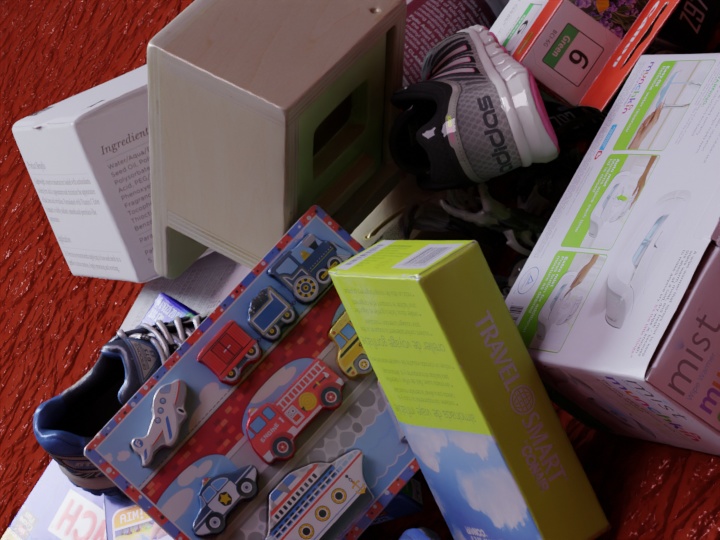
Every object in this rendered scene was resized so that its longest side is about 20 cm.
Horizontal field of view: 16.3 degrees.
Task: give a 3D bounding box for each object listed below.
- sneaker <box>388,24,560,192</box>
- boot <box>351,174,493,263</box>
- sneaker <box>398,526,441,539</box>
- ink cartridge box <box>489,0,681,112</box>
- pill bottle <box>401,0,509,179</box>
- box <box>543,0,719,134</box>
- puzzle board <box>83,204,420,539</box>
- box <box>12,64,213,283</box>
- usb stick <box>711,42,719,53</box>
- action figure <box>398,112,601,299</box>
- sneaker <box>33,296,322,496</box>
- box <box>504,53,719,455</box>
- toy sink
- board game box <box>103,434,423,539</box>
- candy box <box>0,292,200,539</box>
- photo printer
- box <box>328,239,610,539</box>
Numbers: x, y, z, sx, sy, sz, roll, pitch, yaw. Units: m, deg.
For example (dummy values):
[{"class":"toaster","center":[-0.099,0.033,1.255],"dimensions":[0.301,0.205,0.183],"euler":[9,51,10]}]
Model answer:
[{"class":"sneaker","center":[0.053,-0.094,1.516],"dimensions":[0.087,0.074,0.200],"euler":[-19,18,-6]},{"class":"boot","center":[0.000,0.000,1.711],"dimensions":[0.200,0.073,0.156],"euler":[-46,26,17]},{"class":"sneaker","center":[-0.016,0.230,1.425],"dimensions":[0.200,0.089,0.079],"euler":[-57,25,-3]},{"class":"ink cartridge box","center":[0.136,-0.157,1.531],"dimensions":[0.109,0.050,0.200],"euler":[-55,11,1]},{"class":"pill bottle","center":[0.031,-0.139,1.691],"dimensions":[0.114,0.114,0.200],"euler":[-23,14,50]},{"class":"box","center":[0.177,-0.183,1.649],"dimensions":[0.160,0.043,0.201],"euler":[-12,48,57]},{"class":"puzzle board","center":[-0.038,0.082,1.452],"dimensions":[0.200,0.151,0.017],"euler":[-47,-8,-11]},{"class":"box","center":[-0.130,-0.090,1.879],"dimensions":[0.199,0.131,0.199],"euler":[-26,11,-18]},{"class":"usb stick","center":[0.196,-0.077,1.494],"dimensions":[0.200,0.033,0.055],"euler":[-53,31,6]},{"class":"action figure","center":[0.080,-0.020,1.550],"dimensions":[0.201,0.102,0.119],"euler":[-68,9,-20]},{"class":"sneaker","center":[-0.108,0.064,1.494],"dimensions":[0.200,0.085,0.077],"euler":[-34,56,11]},{"class":"box","center":[0.182,-0.013,1.358],"dimensions":[0.201,0.097,0.176],"euler":[-60,25,-12]},{"class":"toy sink","center":[-0.048,-0.077,1.547],"dimensions":[0.130,0.112,0.201],"euler":[-46,-27,-37]},{"class":"board game box","center":[-0.065,0.104,1.528],"dimensions":[0.199,0.034,0.136],"euler":[-17,63,22]},{"class":"candy box","center":[-0.114,0.142,1.612],"dimensions":[0.169,0.077,0.200],"euler":[32,90,39]},{"class":"photo printer","center":[-0.107,0.048,1.854],"dimensions":[0.200,0.069,0.167],"euler":[-8,50,59]},{"class":"box","center":[0.062,0.081,1.387],"dimensions":[0.048,0.201,0.122],"euler":[-30,13,-21]}]
